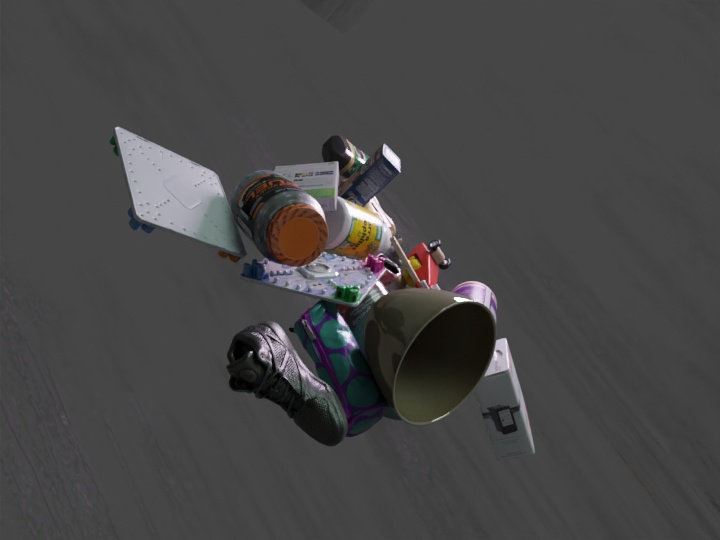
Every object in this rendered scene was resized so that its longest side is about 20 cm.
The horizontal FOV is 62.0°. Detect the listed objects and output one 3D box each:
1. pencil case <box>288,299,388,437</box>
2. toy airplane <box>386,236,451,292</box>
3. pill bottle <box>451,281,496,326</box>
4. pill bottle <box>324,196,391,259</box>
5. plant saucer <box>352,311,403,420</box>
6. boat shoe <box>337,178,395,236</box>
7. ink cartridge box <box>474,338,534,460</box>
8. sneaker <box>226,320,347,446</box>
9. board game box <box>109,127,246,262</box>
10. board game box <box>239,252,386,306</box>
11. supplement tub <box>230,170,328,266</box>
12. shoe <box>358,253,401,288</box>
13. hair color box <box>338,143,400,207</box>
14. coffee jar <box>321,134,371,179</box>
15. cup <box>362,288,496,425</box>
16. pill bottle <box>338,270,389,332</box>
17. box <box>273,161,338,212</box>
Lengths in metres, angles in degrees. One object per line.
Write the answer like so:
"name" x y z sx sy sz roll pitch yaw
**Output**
"pencil case" -0.033 0.147 0.916 0.092 0.085 0.201 15 40 -56
"toy airplane" 0.126 0.028 1.361 0.199 0.140 0.202 9 65 -64
"pill bottle" 0.234 0.102 1.281 0.113 0.112 0.200 47 21 -2
"pill bottle" -0.017 -0.086 1.309 0.199 0.113 0.113 17 37 -55
"plant saucer" 0.077 0.148 1.000 0.200 0.200 0.036 47 -17 -4
"boat shoe" 0.015 -0.151 1.541 0.200 0.076 0.074 45 24 -7
"ink cartridge box" 0.295 0.266 1.255 0.145 0.083 0.202 -64 136 -67
"sneaker" -0.105 0.156 0.781 0.200 0.076 0.114 51 23 14
"board game box" -0.284 -0.113 0.933 0.199 0.026 0.201 22 33 -49
"board game box" -0.072 -0.005 1.014 0.198 0.026 0.200 13 20 13
"supplement tub" -0.133 -0.086 0.989 0.122 0.123 0.200 33 4 -35
"shoe" 0.000 0.000 1.224 0.199 0.091 0.072 22 33 -50
"hair color box" 0.004 -0.201 1.425 0.060 0.200 0.100 42 21 -16
"coffee jar" -0.021 -0.300 1.706 0.199 0.085 0.105 27 33 -45
"cup" 0.084 0.106 0.899 0.199 0.202 0.143 26 6 -45
"pill bottle" 0.034 0.108 1.079 0.201 0.111 0.110 53 21 11
"box" -0.118 -0.171 1.239 0.201 0.142 0.037 -89 174 -61
